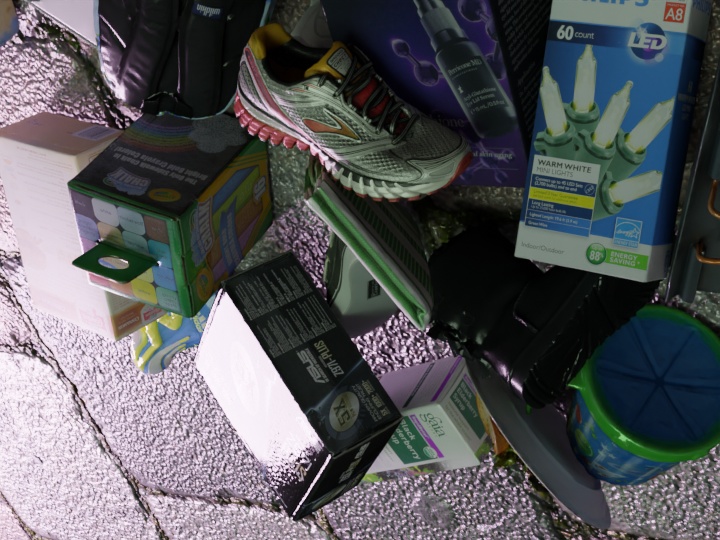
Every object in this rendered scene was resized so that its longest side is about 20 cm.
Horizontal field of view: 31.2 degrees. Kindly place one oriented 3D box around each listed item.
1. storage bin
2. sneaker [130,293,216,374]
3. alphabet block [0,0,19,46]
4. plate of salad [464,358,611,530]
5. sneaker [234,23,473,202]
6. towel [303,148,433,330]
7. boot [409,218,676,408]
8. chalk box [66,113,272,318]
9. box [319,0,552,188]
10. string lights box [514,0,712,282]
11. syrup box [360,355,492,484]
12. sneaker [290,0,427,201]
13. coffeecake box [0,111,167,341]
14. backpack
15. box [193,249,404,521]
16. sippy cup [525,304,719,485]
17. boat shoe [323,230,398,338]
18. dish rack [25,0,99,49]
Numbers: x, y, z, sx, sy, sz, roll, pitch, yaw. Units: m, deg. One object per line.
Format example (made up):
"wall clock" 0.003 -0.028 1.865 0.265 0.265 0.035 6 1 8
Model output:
"storage bin" 0.296 -0.059 0.893 0.133 0.146 0.202 12 134 13
"sneaker" -0.186 0.064 1.398 0.104 0.076 0.201 30 138 8
"alphabet block" -0.466 -0.281 1.197 0.194 0.196 0.202 13 133 23
"plate of salad" 0.152 0.154 1.154 0.048 0.200 0.200 -41 100 14
"sneaker" -0.010 -0.116 0.941 0.198 0.078 0.083 25 138 18
"towel" 0.005 -0.046 1.050 0.023 0.200 0.153 -38 110 13
"boot" 0.145 0.006 1.077 0.162 0.199 0.073 40 177 46
"chalk box" -0.183 -0.047 1.196 0.123 0.200 0.125 19 136 21
"box" 0.067 -0.174 0.970 0.147 0.105 0.202 5 130 34
"string lights box" 0.179 -0.101 0.914 0.102 0.059 0.203 11 99 28
"syrup box" 0.047 0.153 1.305 0.199 0.082 0.079 -18 115 46
"sneaker" -0.001 -0.135 1.077 0.075 0.081 0.201 -8 124 38
"coffeecake box" -0.288 -0.047 1.321 0.152 0.073 0.202 16 124 40
"backpack" -0.144 -0.217 1.060 0.161 0.155 0.202 7 126 -8
"box" -0.066 0.113 1.243 0.201 0.086 0.164 56 149 17
"sippy cup" 0.238 0.118 1.104 0.177 0.140 0.131 41 152 13
"boat shoe" 0.000 0.000 1.215 0.201 0.070 0.064 104 147 -60
"dish rack" -0.244 -0.281 1.148 0.171 0.044 0.201 34 139 5
